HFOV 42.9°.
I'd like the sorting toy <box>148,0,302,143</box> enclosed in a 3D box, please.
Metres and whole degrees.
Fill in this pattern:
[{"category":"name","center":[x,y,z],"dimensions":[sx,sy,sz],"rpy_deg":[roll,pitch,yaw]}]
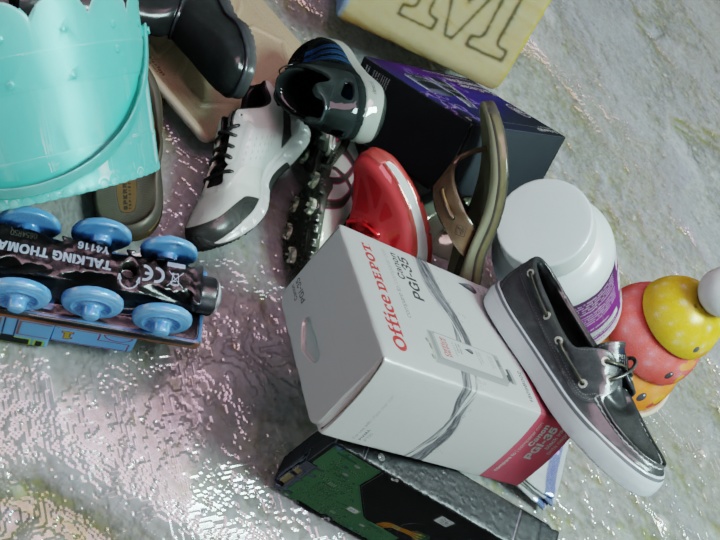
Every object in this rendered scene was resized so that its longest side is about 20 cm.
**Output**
[{"category":"sorting toy","center":[-0.155,-0.231,0.936],"dimensions":[0.185,0.036,0.200],"rpy_deg":[49,48,3]}]

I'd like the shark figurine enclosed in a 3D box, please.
[{"category":"shark figurine","center":[0.087,-0.058,0.946],"dimensions":[0.213,0.089,0.129],"rpy_deg":[-17,106,-26]}]

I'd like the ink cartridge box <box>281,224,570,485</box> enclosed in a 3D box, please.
[{"category":"ink cartridge box","center":[0.052,0.068,0.705],"dimensions":[0.199,0.083,0.147],"rpy_deg":[22,32,-33]}]

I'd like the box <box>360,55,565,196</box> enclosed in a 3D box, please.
[{"category":"box","center":[0.094,-0.140,0.919],"dimensions":[0.141,0.079,0.200],"rpy_deg":[41,26,27]}]

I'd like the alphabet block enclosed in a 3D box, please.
[{"category":"alphabet block","center":[0.101,-0.353,1.003],"dimensions":[0.199,0.197,0.196],"rpy_deg":[21,34,-16]}]

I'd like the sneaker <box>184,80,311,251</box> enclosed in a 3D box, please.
[{"category":"sneaker","center":[-0.116,-0.098,0.844],"dimensions":[0.080,0.073,0.201],"rpy_deg":[58,38,-33]}]

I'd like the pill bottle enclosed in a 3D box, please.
[{"category":"pill bottle","center":[0.183,-0.003,0.853],"dimensions":[0.112,0.200,0.113],"rpy_deg":[-7,66,16]}]

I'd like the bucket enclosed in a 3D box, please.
[{"category":"bucket","center":[-0.252,-0.124,0.690],"dimensions":[0.206,0.207,0.136],"rpy_deg":[-21,106,-35]}]

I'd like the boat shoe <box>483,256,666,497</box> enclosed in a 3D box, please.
[{"category":"boat shoe","center":[0.172,0.071,0.692],"dimensions":[0.070,0.066,0.200],"rpy_deg":[11,38,-47]}]

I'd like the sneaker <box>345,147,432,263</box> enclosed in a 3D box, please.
[{"category":"sneaker","center":[0.000,0.000,0.815],"dimensions":[0.115,0.078,0.201],"rpy_deg":[-25,115,-25]}]

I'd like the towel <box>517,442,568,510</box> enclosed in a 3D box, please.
[{"category":"towel","center":[0.137,0.114,0.873],"dimensions":[0.200,0.024,0.147],"rpy_deg":[43,50,-24]}]

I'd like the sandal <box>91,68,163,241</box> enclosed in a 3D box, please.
[{"category":"sandal","center":[-0.219,-0.124,0.815],"dimensions":[0.081,0.055,0.201],"rpy_deg":[-7,70,-3]}]

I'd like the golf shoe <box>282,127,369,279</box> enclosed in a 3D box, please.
[{"category":"golf shoe","center":[-0.020,-0.071,0.894],"dimensions":[0.088,0.077,0.201],"rpy_deg":[24,55,-21]}]

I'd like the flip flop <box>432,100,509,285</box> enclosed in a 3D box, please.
[{"category":"flip flop","center":[0.086,-0.047,0.793],"dimensions":[0.057,0.201,0.081],"rpy_deg":[12,22,-3]}]

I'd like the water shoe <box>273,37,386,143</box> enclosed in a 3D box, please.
[{"category":"water shoe","center":[-0.044,-0.178,0.846],"dimensions":[0.079,0.072,0.200],"rpy_deg":[8,20,-28]}]

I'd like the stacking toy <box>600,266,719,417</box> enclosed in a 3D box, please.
[{"category":"stacking toy","center":[0.311,0.053,0.923],"dimensions":[0.145,0.200,0.147],"rpy_deg":[12,59,-21]}]

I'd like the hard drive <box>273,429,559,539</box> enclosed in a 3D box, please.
[{"category":"hard drive","center":[0.040,0.192,0.741],"dimensions":[0.199,0.140,0.038],"rpy_deg":[31,54,-9]}]

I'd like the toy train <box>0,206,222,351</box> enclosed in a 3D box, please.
[{"category":"toy train","center":[-0.213,0.014,0.718],"dimensions":[0.199,0.114,0.087],"rpy_deg":[12,60,-22]}]

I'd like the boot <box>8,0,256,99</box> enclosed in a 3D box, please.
[{"category":"boot","center":[-0.206,-0.225,0.818],"dimensions":[0.199,0.066,0.165],"rpy_deg":[6,38,-34]}]
